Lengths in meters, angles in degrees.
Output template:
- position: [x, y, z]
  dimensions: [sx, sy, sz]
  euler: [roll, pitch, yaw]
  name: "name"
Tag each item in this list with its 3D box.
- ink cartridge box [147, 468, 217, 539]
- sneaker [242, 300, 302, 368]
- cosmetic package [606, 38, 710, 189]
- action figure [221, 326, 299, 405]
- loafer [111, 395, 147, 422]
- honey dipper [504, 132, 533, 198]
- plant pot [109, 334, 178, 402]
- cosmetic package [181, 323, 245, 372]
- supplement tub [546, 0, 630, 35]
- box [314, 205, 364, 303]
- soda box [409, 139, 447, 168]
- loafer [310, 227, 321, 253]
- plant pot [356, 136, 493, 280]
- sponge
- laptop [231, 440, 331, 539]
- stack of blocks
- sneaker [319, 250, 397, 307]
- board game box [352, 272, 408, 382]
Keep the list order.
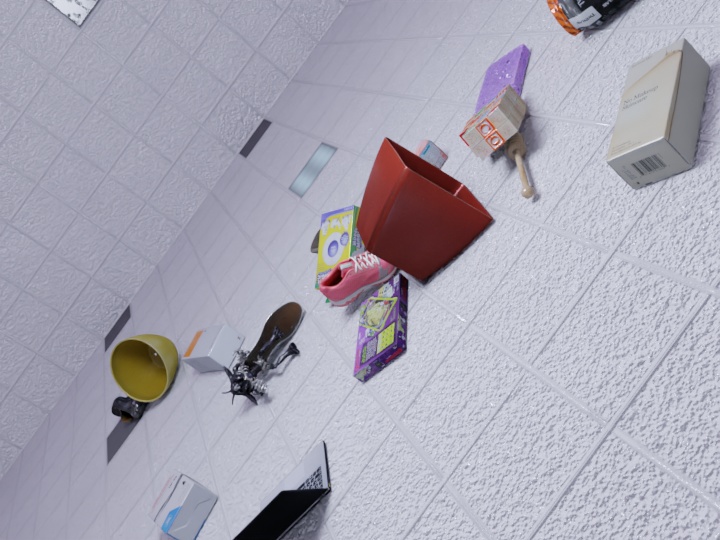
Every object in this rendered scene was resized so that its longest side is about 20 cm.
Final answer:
- position: [-0.395, 0.509, 1.755]
  dimensions: [0.199, 0.068, 0.117]
  euler: [-4, 53, 62]
  name: "ink cartridge box"
- position: [-0.214, 0.152, 1.897]
  dimensions: [0.201, 0.073, 0.085]
  euler: [-51, 10, -8]
  name: "sneaker"
- position: [0.436, -0.228, 1.176]
  dimensions: [0.103, 0.073, 0.202]
  euler: [-23, 39, 51]
  name: "cosmetic package"
- position: [-0.236, 0.219, 1.793]
  dimensions: [0.200, 0.119, 0.102]
  euler: [-45, -9, 1]
  name: "action figure"
- position: [-0.728, 0.434, 2.500]
  dimensions: [0.199, 0.072, 0.073]
  euler: [-27, 38, 49]
  name: "loafer"
- position: [0.286, -0.186, 1.447]
  dimensions: [0.038, 0.038, 0.201]
  euler: [-40, 26, 28]
  name: "honey dipper"
- position: [-0.626, 0.272, 2.416]
  dimensions: [0.200, 0.200, 0.142]
  euler: [-41, 0, 26]
  name: "plant pot"
- position: [-0.400, 0.211, 2.174]
  dimensions: [0.199, 0.071, 0.102]
  euler: [-15, 44, 55]
  name: "cosmetic package"
- position: [0.456, -0.542, 1.509]
  dimensions: [0.199, 0.122, 0.123]
  euler: [-36, 28, 36]
  name: "supplement tub"
- position: [-0.045, -0.033, 1.772]
  dimensions: [0.116, 0.048, 0.203]
  euler: [-11, 71, 47]
  name: "box"
- position: [0.104, -0.191, 1.772]
  dimensions: [0.201, 0.063, 0.068]
  euler: [-56, 23, -5]
  name: "soda box"
- position: [-0.044, -0.070, 1.881]
  dimensions: [0.199, 0.068, 0.076]
  euler: [-17, 46, 50]
  name: "loafer"
- position: [0.098, -0.104, 1.518]
  dimensions: [0.177, 0.198, 0.200]
  euler: [-56, 21, 15]
  name: "plant pot"
- position: [0.298, -0.387, 1.715]
  dimensions: [0.111, 0.030, 0.202]
  euler: [-27, 34, 46]
  name: "sponge"
- position: [-0.153, 0.393, 1.390]
  dimensions: [0.187, 0.115, 0.201]
  euler: [-46, 24, 17]
  name: "laptop"
- position: [0.250, -0.277, 1.541]
  dimensions: [0.115, 0.059, 0.200]
  euler: [-40, 8, 28]
  name: "stack of blocks"
- position: [0.000, 0.000, 1.636]
  dimensions: [0.199, 0.087, 0.074]
  euler: [-38, 55, 15]
  name: "sneaker"
- position: [0.040, 0.105, 1.530]
  dimensions: [0.119, 0.032, 0.201]
  euler: [-35, 28, 29]
  name: "board game box"
